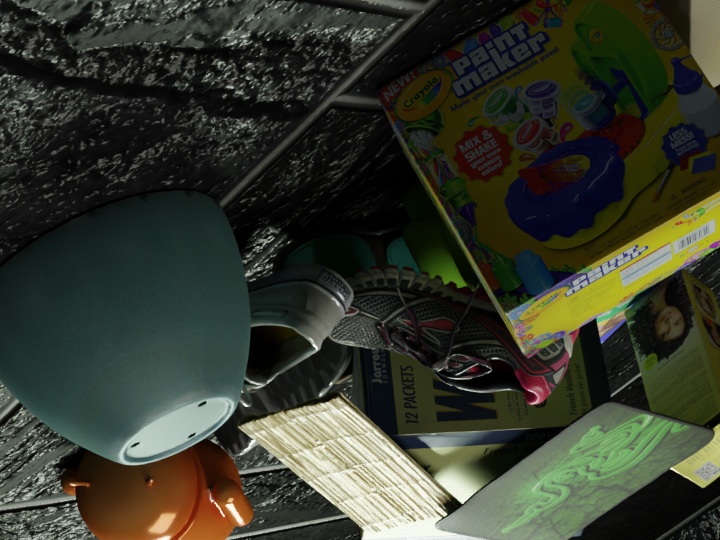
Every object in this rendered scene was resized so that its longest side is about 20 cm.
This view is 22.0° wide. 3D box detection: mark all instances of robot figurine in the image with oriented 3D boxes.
[{"bbox_3d":[0.135,-0.049,1.433,0.200,0.176,0.116,-18,127,14],"label":"robot figurine"},{"bbox_3d":[-0.176,0.195,1.642,0.117,0.144,0.200,-49,158,4],"label":"robot figurine"}]

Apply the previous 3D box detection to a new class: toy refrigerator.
[{"bbox_3d":[0.244,-0.204,1.312,0.070,0.076,0.200,-29,160,-1],"label":"toy refrigerator"}]

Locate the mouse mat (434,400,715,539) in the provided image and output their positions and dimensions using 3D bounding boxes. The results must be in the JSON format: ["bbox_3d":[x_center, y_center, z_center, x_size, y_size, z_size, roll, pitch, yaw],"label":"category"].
[{"bbox_3d":[0.175,0.171,1.511,0.161,0.008,0.200,17,132,-43],"label":"mouse mat"}]

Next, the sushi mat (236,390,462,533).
[{"bbox_3d":[-0.005,0.154,1.464,0.096,0.012,0.200,-15,140,28],"label":"sushi mat"}]

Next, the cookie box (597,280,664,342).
[{"bbox_3d":[0.195,0.008,1.670,0.171,0.075,0.200,-14,154,-40],"label":"cookie box"}]

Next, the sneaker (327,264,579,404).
[{"bbox_3d":[0.059,0.048,1.384,0.200,0.075,0.081,6,148,26],"label":"sneaker"}]

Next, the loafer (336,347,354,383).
[{"bbox_3d":[0.004,0.061,1.638,0.063,0.072,0.200,-19,161,-10],"label":"loafer"}]

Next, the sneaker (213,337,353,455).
[{"bbox_3d":[-0.062,0.090,1.637,0.082,0.075,0.200,-28,172,-42],"label":"sneaker"}]

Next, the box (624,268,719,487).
[{"bbox_3d":[0.288,0.090,1.619,0.050,0.200,0.075,32,119,-28],"label":"box"}]

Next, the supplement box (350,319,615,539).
[{"bbox_3d":[0.095,0.127,1.565,0.200,0.134,0.200,-3,146,-4],"label":"supplement box"}]

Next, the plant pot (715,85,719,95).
[{"bbox_3d":[0.350,-0.139,1.508,0.200,0.187,0.187,-12,159,-2],"label":"plant pot"}]

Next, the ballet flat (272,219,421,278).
[{"bbox_3d":[0.000,0.000,1.493,0.200,0.074,0.074,-9,152,-37],"label":"ballet flat"}]

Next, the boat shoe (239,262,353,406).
[{"bbox_3d":[-0.084,0.062,1.411,0.202,0.075,0.086,-20,-145,51],"label":"boat shoe"}]

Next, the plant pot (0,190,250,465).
[{"bbox_3d":[-0.157,0.057,1.304,0.200,0.135,0.200,-25,160,-10],"label":"plant pot"}]

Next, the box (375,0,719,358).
[{"bbox_3d":[0.149,-0.080,1.308,0.200,0.193,0.122,-31,159,1],"label":"box"}]
